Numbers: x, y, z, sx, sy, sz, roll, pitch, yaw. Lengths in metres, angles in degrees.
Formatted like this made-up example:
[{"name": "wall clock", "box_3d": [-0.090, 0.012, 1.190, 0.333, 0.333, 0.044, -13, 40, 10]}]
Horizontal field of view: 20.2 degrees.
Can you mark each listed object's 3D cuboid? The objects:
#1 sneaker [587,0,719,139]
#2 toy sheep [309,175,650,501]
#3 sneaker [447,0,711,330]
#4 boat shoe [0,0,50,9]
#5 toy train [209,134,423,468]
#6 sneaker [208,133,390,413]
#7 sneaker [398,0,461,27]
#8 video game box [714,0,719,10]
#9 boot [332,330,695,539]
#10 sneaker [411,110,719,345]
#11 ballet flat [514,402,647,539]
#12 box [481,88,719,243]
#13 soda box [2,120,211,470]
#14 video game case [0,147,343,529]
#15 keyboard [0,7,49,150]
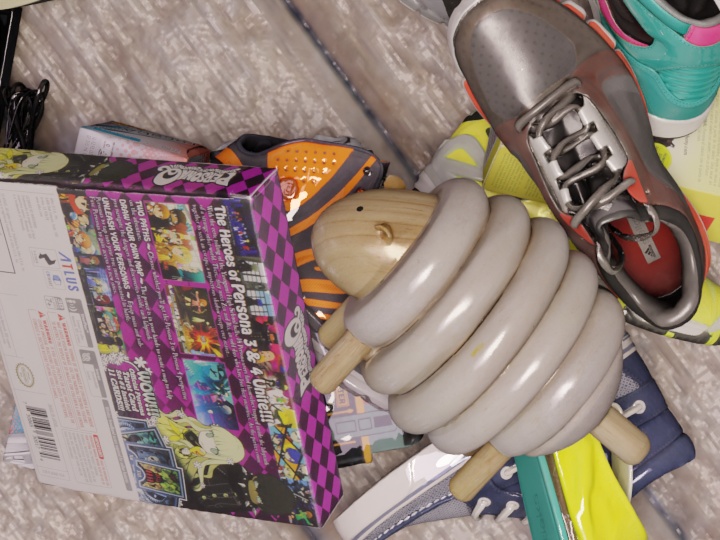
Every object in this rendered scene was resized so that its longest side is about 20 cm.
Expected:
[{"name": "sneaker", "box_3d": [0.142, -0.181, 1.038, 0.083, 0.121, 0.201, -15, 68, -18]}, {"name": "toy sheep", "box_3d": [0.060, 0.032, 0.986, 0.200, 0.138, 0.138, 37, 101, -13]}, {"name": "sneaker", "box_3d": [0.116, -0.055, 0.995, 0.077, 0.082, 0.200, -35, 106, 13]}, {"name": "boat shoe", "box_3d": [-0.171, -0.186, 1.140, 0.200, 0.063, 0.074, -3, 94, 24]}, {"name": "toy train", "box_3d": [-0.030, 0.022, 1.141, 0.113, 0.085, 0.202, -9, 94, -3]}, {"name": "sneaker", "box_3d": [0.000, 0.000, 1.069, 0.199, 0.078, 0.112, 36, 85, -11]}, {"name": "sneaker", "box_3d": [0.016, -0.188, 1.086, 0.199, 0.115, 0.075, 32, 100, 4]}, {"name": "video game box", "box_3d": [0.222, -0.188, 0.997, 0.047, 0.183, 0.200, -10, 128, 40]}, {"name": "boot", "box_3d": [0.086, 0.120, 1.134, 0.199, 0.073, 0.091, -35, 85, 10]}, {"name": "sneaker", "box_3d": [0.128, -0.021, 1.113, 0.199, 0.075, 0.077, 27, 89, -2]}, {"name": "ballet flat", "box_3d": [0.104, 0.066, 1.079, 0.067, 0.067, 0.201, -16, 86, -19]}, {"name": "box", "box_3d": [0.169, -0.061, 1.080, 0.198, 0.050, 0.076, 12, 61, -5]}, {"name": "soda box", "box_3d": [-0.145, 0.018, 1.161, 0.068, 0.064, 0.202, 15, 98, 6]}, {"name": "video game case", "box_3d": [-0.109, 0.035, 1.044, 0.180, 0.036, 0.201, 5, 124, 26]}, {"name": "keyboard", "box_3d": [-0.228, -0.058, 1.187, 0.104, 0.040, 0.202, 17, 101, 29]}]
